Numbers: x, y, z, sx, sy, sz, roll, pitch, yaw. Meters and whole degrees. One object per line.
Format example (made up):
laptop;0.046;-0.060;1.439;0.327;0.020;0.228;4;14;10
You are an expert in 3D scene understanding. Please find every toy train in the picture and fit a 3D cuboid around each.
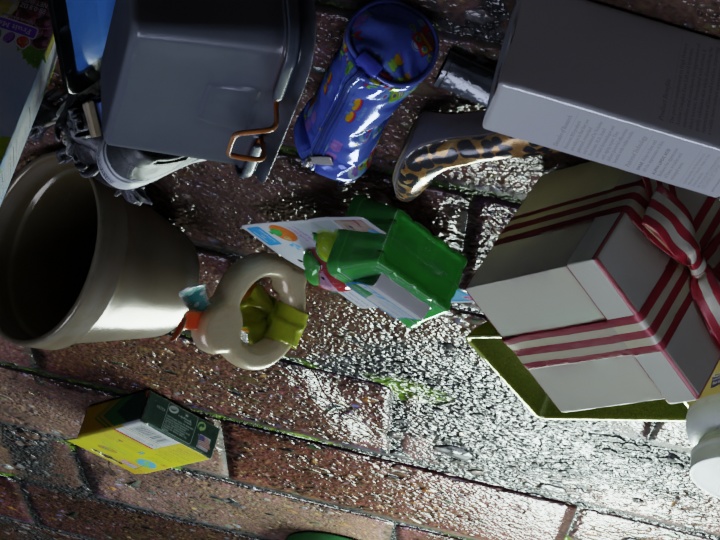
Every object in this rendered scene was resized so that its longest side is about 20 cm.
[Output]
toy train;-0.197;-0.148;1.461;0.045;0.200;0.034;-8;106;17

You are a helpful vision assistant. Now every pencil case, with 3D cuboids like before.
pencil case;-0.001;-0.146;1.437;0.078;0.087;0.200;39;151;2

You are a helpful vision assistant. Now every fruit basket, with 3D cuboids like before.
fruit basket;0.000;0.000;1.715;0.185;0.094;0.199;35;151;-34

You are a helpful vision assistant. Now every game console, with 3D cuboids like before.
game console;-0.142;-0.214;1.346;0.175;0.117;0.200;14;154;3

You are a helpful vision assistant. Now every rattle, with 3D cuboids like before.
rattle;-0.161;0.034;1.808;0.199;0.131;0.143;-11;-144;-43

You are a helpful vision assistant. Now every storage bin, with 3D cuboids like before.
storage bin;-0.123;-0.157;1.308;0.133;0.147;0.200;2;151;-16

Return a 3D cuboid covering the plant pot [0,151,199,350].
plant pot;-0.268;-0.006;1.774;0.199;0.202;0.173;-9;162;41

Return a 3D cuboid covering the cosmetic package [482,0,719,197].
cosmetic package;0.203;-0.139;1.320;0.199;0.102;0.074;17;153;0

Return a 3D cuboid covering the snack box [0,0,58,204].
snack box;-0.365;-0.160;1.478;0.167;0.201;0.068;15;154;-1

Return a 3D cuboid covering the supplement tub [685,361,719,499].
supplement tub;0.382;0.107;1.587;0.144;0.201;0.146;12;154;6

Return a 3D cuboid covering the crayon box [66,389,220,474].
crayon box;-0.304;0.228;2.373;0.127;0.051;0.199;33;149;-30

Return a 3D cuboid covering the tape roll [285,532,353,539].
tape roll;-0.030;0.476;2.711;0.199;0.048;0.201;12;153;6

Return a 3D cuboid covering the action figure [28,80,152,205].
action figure;-0.232;-0.129;1.560;0.119;0.102;0.200;45;168;-31

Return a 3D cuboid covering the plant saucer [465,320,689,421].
plant saucer;0.242;0.096;1.816;0.199;0.048;0.200;-2;149;32

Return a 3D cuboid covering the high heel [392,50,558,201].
high heel;0.109;-0.096;1.483;0.142;0.072;0.200;24;144;-3

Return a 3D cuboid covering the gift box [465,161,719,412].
gift box;0.231;-0.009;1.475;0.185;0.201;0.186;46;147;-23

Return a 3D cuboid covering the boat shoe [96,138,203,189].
boat shoe;-0.136;-0.126;1.448;0.056;0.200;0.069;-26;97;49
